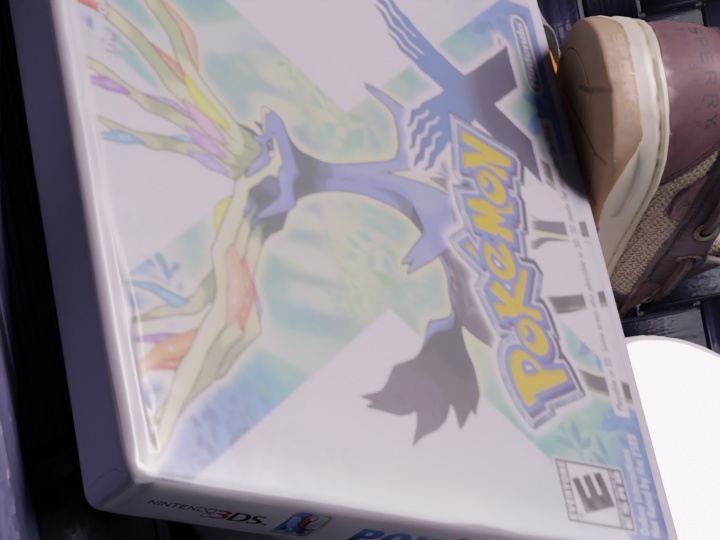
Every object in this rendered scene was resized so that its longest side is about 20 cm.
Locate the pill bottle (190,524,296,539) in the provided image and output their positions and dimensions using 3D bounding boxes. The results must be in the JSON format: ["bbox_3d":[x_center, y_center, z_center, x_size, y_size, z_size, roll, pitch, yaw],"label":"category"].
[{"bbox_3d":[0.000,0.000,0.835,0.200,0.112,0.112,-90,167,-57],"label":"pill bottle"}]

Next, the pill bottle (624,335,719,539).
[{"bbox_3d":[0.066,0.101,0.901,0.200,0.120,0.120,125,-39,-61],"label":"pill bottle"}]

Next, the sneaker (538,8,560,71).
[{"bbox_3d":[0.036,-0.086,1.008,0.077,0.078,0.200,35,23,-7],"label":"sneaker"}]

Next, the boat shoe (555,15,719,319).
[{"bbox_3d":[0.088,-0.023,0.836,0.200,0.065,0.072,94,-8,-70],"label":"boat shoe"}]

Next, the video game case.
[{"bbox_3d":[-0.006,-0.022,0.700,0.182,0.022,0.200,13,55,-40],"label":"video game case"}]
